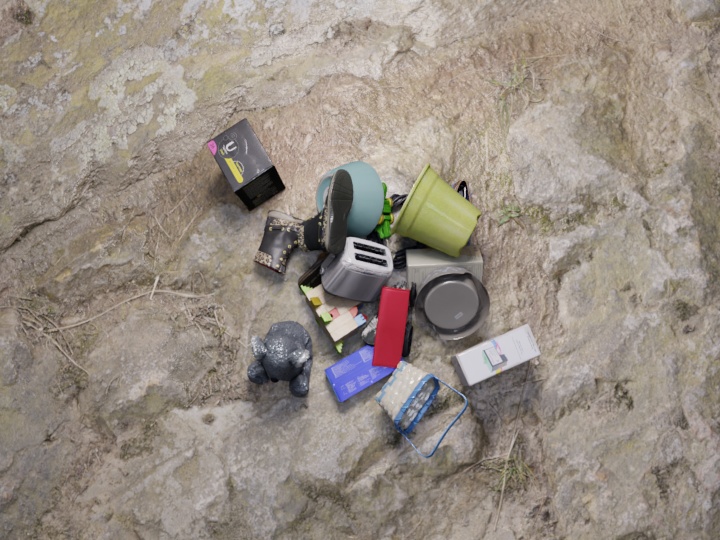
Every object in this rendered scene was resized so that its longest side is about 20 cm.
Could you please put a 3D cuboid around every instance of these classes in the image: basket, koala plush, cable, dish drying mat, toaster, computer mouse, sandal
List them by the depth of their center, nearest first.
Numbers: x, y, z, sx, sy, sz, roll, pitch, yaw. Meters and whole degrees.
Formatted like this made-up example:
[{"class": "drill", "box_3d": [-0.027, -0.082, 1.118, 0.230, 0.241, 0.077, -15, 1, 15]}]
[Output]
[{"class": "basket", "box_3d": [0.150, 0.336, 1.603, 0.177, 0.139, 0.199, -49, 55, -5]}, {"class": "koala plush", "box_3d": [-0.201, 0.211, 1.614, 0.172, 0.200, 0.189, 15, 81, 5]}, {"class": "dish drying mat", "box_3d": [0.078, 0.146, 1.635, 0.074, 0.018, 0.207, 6, 98, -10]}, {"class": "toaster", "box_3d": [0.000, 0.000, 1.639, 0.195, 0.130, 0.116, 14, 48, -23]}, {"class": "computer mouse", "box_3d": [0.120, 0.128, 1.663, 0.033, 0.059, 0.207, 10, 103, 15]}, {"class": "sandal", "box_3d": [0.073, 0.108, 1.676, 0.074, 0.048, 0.202, 25, 67, 24]}, {"class": "sandal", "box_3d": [-0.088, -0.019, 1.722, 0.198, 0.082, 0.055, -37, 46, 6]}, {"class": "cable", "box_3d": [0.113, -0.111, 1.731, 0.161, 0.051, 0.203, 31, 82, 7]}]

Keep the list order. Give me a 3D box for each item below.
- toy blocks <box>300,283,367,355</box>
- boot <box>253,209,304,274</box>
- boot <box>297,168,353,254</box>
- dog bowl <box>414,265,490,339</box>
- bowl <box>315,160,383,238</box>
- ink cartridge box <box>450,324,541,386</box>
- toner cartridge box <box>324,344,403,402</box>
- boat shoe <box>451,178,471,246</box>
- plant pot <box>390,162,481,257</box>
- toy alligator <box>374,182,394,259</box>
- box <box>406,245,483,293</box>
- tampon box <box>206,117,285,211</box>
[{"class": "toy blocks", "box_3d": [-0.052, 0.097, 1.690, 0.135, 0.101, 0.202, -29, 71, -16]}, {"class": "boot", "box_3d": [-0.186, -0.063, 1.722, 0.195, 0.073, 0.154, 21, 81, 9]}, {"class": "boot", "box_3d": [-0.092, -0.143, 1.597, 0.072, 0.152, 0.210, 11, 82, -37]}, {"class": "dog bowl", "box_3d": [0.232, 0.079, 1.643, 0.193, 0.059, 0.205, 0, 121, 0]}, {"class": "bowl", "box_3d": [-0.043, -0.186, 1.668, 0.197, 0.103, 0.208, 2, 93, 42]}, {"class": "ink cartridge box", "box_3d": [0.338, 0.217, 1.622, 0.195, 0.145, 0.086, -23, 80, -2]}, {"class": "toner cartridge box", "box_3d": [0.011, 0.254, 1.679, 0.196, 0.043, 0.097, -29, 80, -3]}, {"class": "boat shoe", "box_3d": [0.263, -0.146, 1.719, 0.070, 0.072, 0.207, 0, 81, 2]}, {"class": "plant pot", "box_3d": [0.199, -0.135, 1.616, 0.181, 0.201, 0.204, 30, 83, 4]}, {"class": "toy alligator", "box_3d": [0.054, -0.127, 1.689, 0.053, 0.058, 0.207, -8, 86, 41]}, {"class": "box", "box_3d": [0.217, -0.002, 1.677, 0.193, 0.079, 0.097, -2, 125, 1]}, {"class": "tampon box", "box_3d": [-0.299, -0.274, 1.696, 0.124, 0.200, 0.152, -32, 80, -4]}]
